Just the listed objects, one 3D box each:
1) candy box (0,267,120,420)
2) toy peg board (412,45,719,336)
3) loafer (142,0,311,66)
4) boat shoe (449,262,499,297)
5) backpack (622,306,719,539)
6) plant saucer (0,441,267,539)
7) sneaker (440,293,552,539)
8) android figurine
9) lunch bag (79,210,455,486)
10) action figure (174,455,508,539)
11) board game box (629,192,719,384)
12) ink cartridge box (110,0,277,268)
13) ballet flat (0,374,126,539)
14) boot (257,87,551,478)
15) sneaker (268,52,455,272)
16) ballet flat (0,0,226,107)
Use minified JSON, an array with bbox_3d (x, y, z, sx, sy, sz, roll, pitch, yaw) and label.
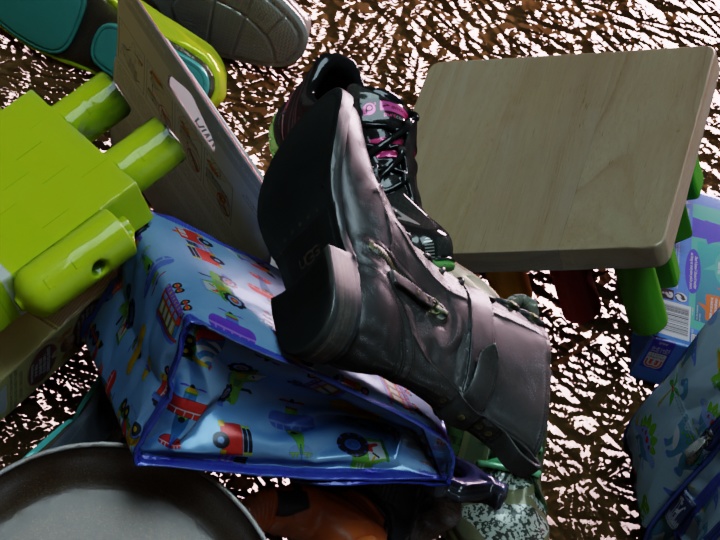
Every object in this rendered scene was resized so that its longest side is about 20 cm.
[{"bbox_3d":[-0.218,0.013,1.565,0.115,0.055,0.200,39,62,15],"label":"candy box"},{"bbox_3d":[0.127,-0.042,1.755,0.199,0.098,0.200,-2,41,22],"label":"toy peg board"},{"bbox_3d":[-0.121,-0.204,1.833,0.200,0.072,0.063,23,38,2],"label":"loafer"},{"bbox_3d":[0.000,0.001,1.652,0.201,0.072,0.066,31,17,34],"label":"boat shoe"},{"bbox_3d":[0.274,0.105,1.615,0.183,0.200,0.147,6,47,-19],"label":"backpack"},{"bbox_3d":[-0.138,0.191,1.438,0.200,0.032,0.200,1,73,-4],"label":"plant saucer"},{"bbox_3d":[0.085,0.094,1.626,0.077,0.089,0.200,9,47,-15],"label":"sneaker"},{"bbox_3d":[-0.201,-0.032,1.506,0.200,0.041,0.182,-35,45,-14],"label":"android figurine"},{"bbox_3d":[-0.038,0.052,1.510,0.200,0.094,0.151,14,21,-23],"label":"lunch bag"},{"bbox_3d":[-0.029,0.132,1.557,0.200,0.105,0.193,29,36,25],"label":"action figure"},{"bbox_3d":[0.281,0.031,1.796,0.200,0.045,0.152,17,45,-6],"label":"board game box"},{"bbox_3d":[-0.089,-0.066,1.640,0.044,0.174,0.200,-23,60,-22],"label":"ink cartridge box"},{"bbox_3d":[-0.148,0.106,1.534,0.073,0.073,0.200,31,43,6],"label":"ballet flat"},{"bbox_3d":[0.032,0.008,1.499,0.174,0.069,0.200,25,47,-31],"label":"boot"},{"bbox_3d":[0.000,-0.064,1.610,0.077,0.084,0.200,4,33,-32],"label":"sneaker"},{"bbox_3d":[-0.174,-0.165,1.785,0.200,0.067,0.067,31,24,3],"label":"ballet flat"}]
